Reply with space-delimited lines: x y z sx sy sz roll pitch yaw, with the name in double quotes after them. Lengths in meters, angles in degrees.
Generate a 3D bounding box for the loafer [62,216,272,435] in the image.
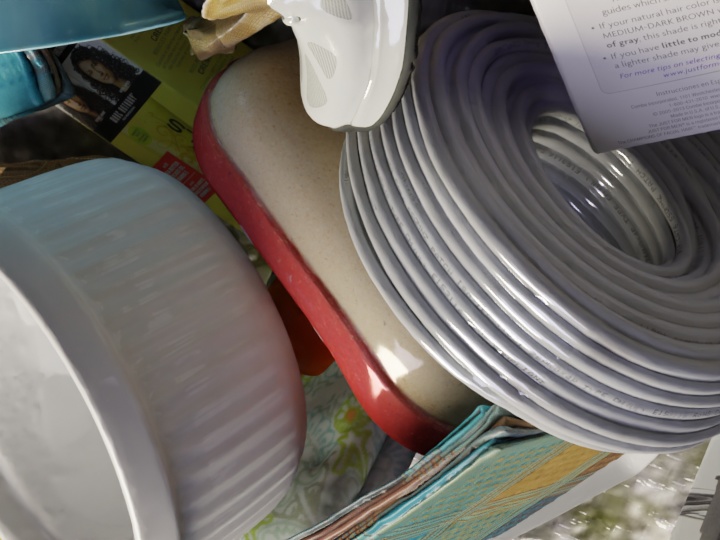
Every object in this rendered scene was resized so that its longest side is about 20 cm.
-0.108 0.050 1.123 0.070 0.201 0.070 40 158 -15 "loafer"

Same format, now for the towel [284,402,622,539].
0.055 0.089 0.946 0.146 0.200 0.022 -36 74 29 "towel"

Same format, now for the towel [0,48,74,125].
-0.231 -0.145 1.031 0.146 0.022 0.201 -16 113 46 "towel"

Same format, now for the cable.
0.086 -0.017 0.891 0.199 0.200 0.069 36 124 -10 "cable"

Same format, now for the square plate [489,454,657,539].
0.090 0.088 1.085 0.029 0.199 0.198 60 154 18 "square plate"

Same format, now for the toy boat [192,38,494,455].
0.000 0.000 0.977 0.200 0.130 0.131 53 133 16 "toy boat"

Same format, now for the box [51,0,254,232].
-0.060 -0.065 1.062 0.199 0.050 0.075 34 146 -13 "box"

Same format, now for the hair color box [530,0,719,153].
0.107 -0.139 0.802 0.109 0.065 0.200 -10 138 18 "hair color box"

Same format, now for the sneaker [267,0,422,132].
-0.040 -0.131 0.771 0.115 0.076 0.201 -10 131 -13 "sneaker"

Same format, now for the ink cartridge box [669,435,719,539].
0.214 0.165 1.063 0.083 0.201 0.145 -3 139 43 "ink cartridge box"

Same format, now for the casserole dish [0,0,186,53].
-0.168 -0.108 0.920 0.199 0.121 0.039 -5 100 22 "casserole dish"

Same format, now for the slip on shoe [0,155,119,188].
-0.165 -0.025 1.132 0.060 0.077 0.200 8 -177 -32 "slip on shoe"

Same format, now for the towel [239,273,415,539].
-0.042 0.081 1.111 0.171 0.201 0.048 -7 137 46 "towel"

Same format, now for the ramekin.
-0.112 0.046 0.983 0.200 0.105 0.201 38 144 35 "ramekin"

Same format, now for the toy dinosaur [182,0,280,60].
-0.018 -0.131 0.877 0.058 0.101 0.200 58 157 11 "toy dinosaur"
